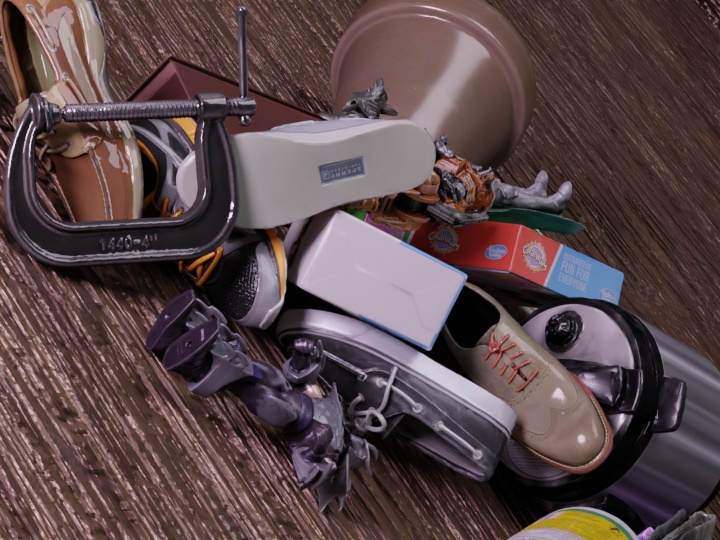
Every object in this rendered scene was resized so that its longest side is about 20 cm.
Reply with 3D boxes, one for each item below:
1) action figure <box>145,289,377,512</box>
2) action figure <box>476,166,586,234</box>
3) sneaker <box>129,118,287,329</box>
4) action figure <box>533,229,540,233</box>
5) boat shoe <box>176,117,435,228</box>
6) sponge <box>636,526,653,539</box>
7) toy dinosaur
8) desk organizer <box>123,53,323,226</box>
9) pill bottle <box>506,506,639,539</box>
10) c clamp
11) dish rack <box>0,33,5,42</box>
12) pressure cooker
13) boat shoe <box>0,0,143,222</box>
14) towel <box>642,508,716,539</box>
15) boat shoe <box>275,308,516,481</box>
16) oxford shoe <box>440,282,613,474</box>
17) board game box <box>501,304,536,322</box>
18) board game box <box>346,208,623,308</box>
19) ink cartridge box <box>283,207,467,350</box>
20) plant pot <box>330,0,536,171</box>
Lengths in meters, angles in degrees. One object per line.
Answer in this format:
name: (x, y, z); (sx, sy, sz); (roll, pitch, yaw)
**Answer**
action figure: (-0.056, 0.092, 1.529); (0.200, 0.069, 0.130); (36, 19, -32)
action figure: (0.084, -0.068, 1.865); (0.198, 0.055, 0.118); (2, 12, -30)
sneaker: (-0.128, -0.034, 1.620); (0.077, 0.078, 0.200); (-10, 55, -49)
action figure: (0.167, 0.007, 1.972); (0.201, 0.055, 0.118); (53, 4, 3)
boat shoe: (-0.045, -0.074, 1.610); (0.199, 0.071, 0.071); (-9, 9, -19)
sponge: (0.246, 0.265, 1.716); (0.112, 0.030, 0.200); (52, -4, 12)
toy dinosaur: (0.031, -0.078, 1.731); (0.136, 0.102, 0.200); (41, 8, 30)
desk organizer: (-0.099, -0.101, 1.779); (0.199, 0.072, 0.077); (18, 37, -50)
pill bottle: (0.133, 0.242, 1.551); (0.113, 0.113, 0.200); (51, 21, 12)
c clamp: (-0.160, -0.088, 1.517); (0.198, 0.027, 0.173); (-10, 94, -25)
dish rack: (-0.313, -0.215, 1.613); (0.153, 0.055, 0.200); (45, 20, -7)
pressure cooker: (0.195, 0.117, 1.796); (0.199, 0.176, 0.179); (29, 25, -45)
boat shoe: (-0.215, -0.109, 1.547); (0.073, 0.075, 0.202); (-7, 76, -43)
towel: (0.191, 0.272, 1.531); (0.034, 0.202, 0.192); (19, 12, 24)
boat shoe: (0.019, 0.098, 1.650); (0.198, 0.074, 0.068); (29, 64, -8)
oxford shoe: (0.117, 0.081, 1.684); (0.200, 0.070, 0.075); (44, 0, 35)
board game box: (0.134, 0.027, 2.040); (0.200, 0.029, 0.134); (50, 23, 9)
board game box: (0.102, -0.007, 1.858); (0.199, 0.041, 0.152); (7, -11, 43)
ink cartridge box: (0.000, 0.000, 1.702); (0.114, 0.068, 0.200); (27, 0, -11)
plant pot: (0.046, -0.135, 1.990); (0.200, 0.200, 0.175); (42, 41, -11)
